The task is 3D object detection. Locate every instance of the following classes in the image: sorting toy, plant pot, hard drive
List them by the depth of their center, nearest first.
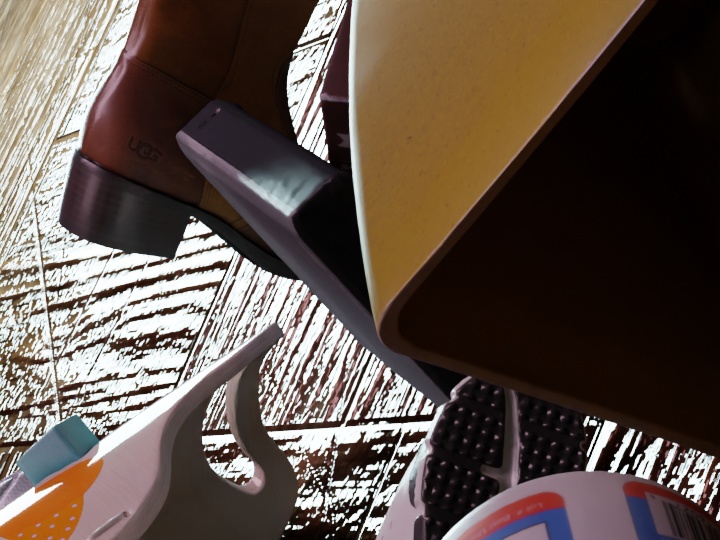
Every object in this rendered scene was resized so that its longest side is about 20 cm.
[{"bbox_3d":[0.110,-0.081,0.828,0.200,0.200,0.177,-51,39,27],"label":"plant pot"},{"bbox_3d":[0.000,0.000,1.141,0.033,0.140,0.200,-44,19,-4],"label":"hard drive"},{"bbox_3d":[-0.088,0.112,1.193,0.180,0.107,0.200,-43,-31,-30],"label":"sorting toy"}]

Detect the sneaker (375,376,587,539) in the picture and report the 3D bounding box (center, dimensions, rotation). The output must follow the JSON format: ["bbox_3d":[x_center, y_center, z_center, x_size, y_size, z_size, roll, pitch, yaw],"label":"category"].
[{"bbox_3d":[0.028,0.135,1.012,0.080,0.074,0.201,126,168,-77],"label":"sneaker"}]

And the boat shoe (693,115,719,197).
[{"bbox_3d":[0.111,-0.007,0.978,0.200,0.072,0.068,-41,26,39],"label":"boat shoe"}]

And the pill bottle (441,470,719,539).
[{"bbox_3d":[0.076,0.154,0.788,0.112,0.112,0.200,-53,20,21],"label":"pill bottle"}]

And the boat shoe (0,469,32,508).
[{"bbox_3d":[-0.203,0.183,1.503,0.200,0.072,0.062,-48,-23,3],"label":"boat shoe"}]

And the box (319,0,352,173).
[{"bbox_3d":[0.053,-0.122,1.211,0.075,0.100,0.200,84,-163,-52],"label":"box"}]

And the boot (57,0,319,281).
[{"bbox_3d":[-0.035,-0.102,1.262,0.068,0.188,0.201,37,112,52],"label":"boot"}]
